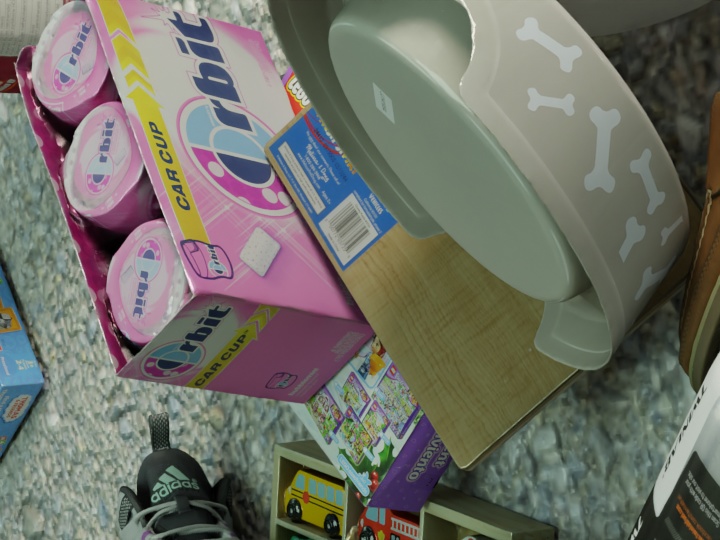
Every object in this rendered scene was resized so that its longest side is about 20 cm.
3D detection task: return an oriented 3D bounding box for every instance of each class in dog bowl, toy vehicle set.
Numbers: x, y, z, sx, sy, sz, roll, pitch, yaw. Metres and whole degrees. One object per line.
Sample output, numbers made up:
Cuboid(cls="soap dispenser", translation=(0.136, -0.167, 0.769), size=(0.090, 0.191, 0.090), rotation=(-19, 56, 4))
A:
Cuboid(cls="dog bowl", translation=(0.049, -0.055, 0.902), size=(0.200, 0.059, 0.200), rotation=(47, 167, 14))
Cuboid(cls="toy vehicle set", translation=(0.019, 0.164, 1.123), size=(0.200, 0.026, 0.125), rotation=(13, 104, 54))

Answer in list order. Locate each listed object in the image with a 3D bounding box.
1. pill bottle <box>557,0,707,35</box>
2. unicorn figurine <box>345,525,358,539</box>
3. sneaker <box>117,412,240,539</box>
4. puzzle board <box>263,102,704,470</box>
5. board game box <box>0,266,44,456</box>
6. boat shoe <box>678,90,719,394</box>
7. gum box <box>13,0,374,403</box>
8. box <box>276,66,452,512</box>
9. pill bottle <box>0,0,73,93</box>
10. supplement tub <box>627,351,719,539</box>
Cuboid(cls="pill bottle", translation=(0.086, -0.203, 0.916), size=(0.109, 0.109, 0.201), rotation=(-27, 71, 52))
Cuboid(cls="unicorn figurine", translation=(-0.033, 0.244, 1.092), size=(0.074, 0.137, 0.201), rotation=(-10, 107, 47))
Cuboid(cls="sneaker", translation=(-0.096, 0.139, 1.219), size=(0.200, 0.077, 0.141), rotation=(125, 141, -63))
Cuboid(cls="puzzle board", translation=(0.055, -0.033, 1.013), size=(0.151, 0.017, 0.200), rotation=(-43, 56, 16))
Cuboid(cls="board game box", translation=(-0.281, 0.036, 1.532), size=(0.151, 0.036, 0.201), rotation=(-54, 52, 43))
Cuboid(cls="boat shoe", translation=(0.168, -0.044, 0.868), size=(0.068, 0.072, 0.201), rotation=(47, 120, 48))
Cuboid(cls="gum box", translation=(-0.081, -0.041, 1.087), size=(0.066, 0.113, 0.201), rotation=(-45, 51, 32))
Cuboid(cls="box", translation=(0.000, 0.000, 1.105), size=(0.200, 0.039, 0.137), rotation=(51, 119, 40))
Cuboid(cls="pill bottle", translation=(-0.250, -0.158, 1.332), size=(0.109, 0.199, 0.110), rotation=(6, 98, 55))
Cuboid(cls="supplement tub", translation=(0.152, 0.130, 0.849), size=(0.123, 0.122, 0.201), rotation=(50, 130, 40))
